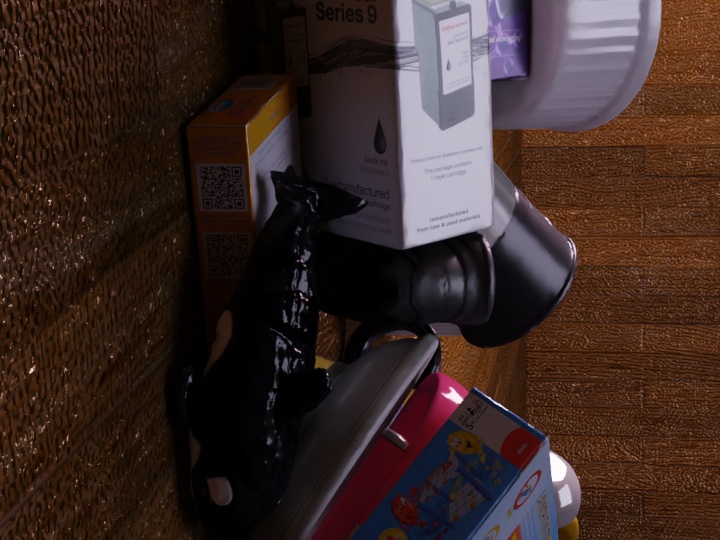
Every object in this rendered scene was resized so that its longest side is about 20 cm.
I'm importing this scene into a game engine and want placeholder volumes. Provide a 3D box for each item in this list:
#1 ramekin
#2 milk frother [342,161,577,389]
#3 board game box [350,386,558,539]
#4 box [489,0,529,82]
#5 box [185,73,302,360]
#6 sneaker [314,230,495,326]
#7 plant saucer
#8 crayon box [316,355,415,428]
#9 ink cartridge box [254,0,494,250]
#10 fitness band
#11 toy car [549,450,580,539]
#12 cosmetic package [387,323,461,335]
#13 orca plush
[{"bbox_3d":[0.129,-0.204,1.129,0.097,0.200,0.202,-12,107,-35],"label":"ramekin"},{"bbox_3d":[0.031,-0.009,1.138,0.188,0.180,0.201,44,69,-26],"label":"milk frother"},{"bbox_3d":[0.040,0.196,0.885,0.196,0.056,0.200,-49,155,-17],"label":"board game box"},{"bbox_3d":[0.037,-0.232,1.030,0.147,0.104,0.202,-14,109,-40],"label":"box"},{"bbox_3d":[-0.062,-0.006,0.869,0.119,0.041,0.202,-62,153,-67],"label":"box"},{"bbox_3d":[0.000,0.000,0.949,0.199,0.090,0.077,-1,-87,58],"label":"sneaker"},{"bbox_3d":[-0.025,0.114,0.908,0.201,0.050,0.200,-56,175,-7],"label":"plant saucer"},{"bbox_3d":[0.031,0.156,1.105,0.052,0.199,0.127,-33,-137,50],"label":"crayon box"},{"bbox_3d":[0.006,-0.128,0.913,0.084,0.145,0.202,-14,108,-37],"label":"ink cartridge box"},{"bbox_3d":[0.001,0.151,0.928,0.201,0.037,0.144,-55,177,-2],"label":"fitness band"},{"bbox_3d":[0.097,0.214,1.340,0.151,0.198,0.176,-108,-151,-45],"label":"toy car"},{"bbox_3d":[0.055,-0.046,1.298,0.090,0.106,0.202,-62,153,-66],"label":"cosmetic package"},{"bbox_3d":[-0.033,0.051,0.793,0.105,0.071,0.201,39,70,-50],"label":"orca plush"}]
